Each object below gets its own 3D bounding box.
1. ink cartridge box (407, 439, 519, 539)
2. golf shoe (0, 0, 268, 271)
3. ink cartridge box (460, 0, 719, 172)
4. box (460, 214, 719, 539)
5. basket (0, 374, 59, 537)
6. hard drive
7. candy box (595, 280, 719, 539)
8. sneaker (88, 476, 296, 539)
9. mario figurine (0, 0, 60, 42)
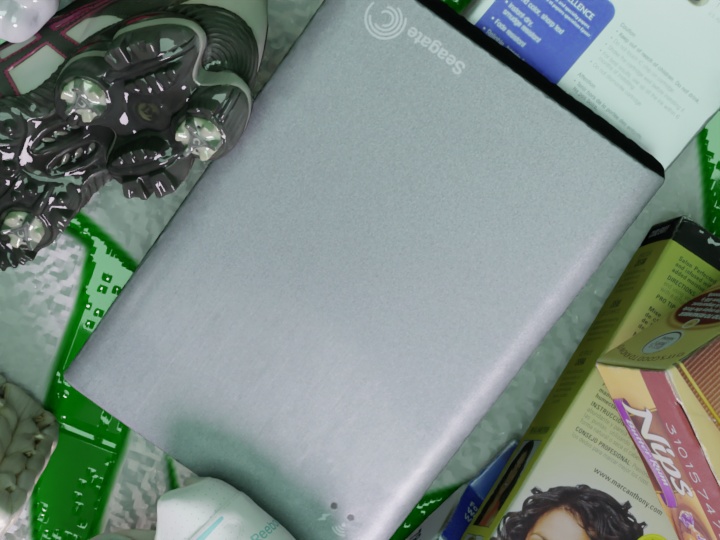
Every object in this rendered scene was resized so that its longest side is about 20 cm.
[{"bbox_3d":[0.027,0.173,0.908,0.099,0.039,0.200,42,100,-5],"label":"ink cartridge box"},{"bbox_3d":[-0.118,-0.059,0.860,0.199,0.088,0.077,-15,123,28],"label":"golf shoe"},{"bbox_3d":[0.065,-0.053,0.865,0.099,0.039,0.200,40,103,-5],"label":"ink cartridge box"},{"bbox_3d":[0.096,0.082,0.855,0.075,0.050,0.200,32,81,-5],"label":"box"},{"bbox_3d":[-0.220,0.111,0.866,0.123,0.136,0.200,34,102,-7],"label":"basket"},{"bbox_3d":[0.000,0.000,0.844,0.139,0.033,0.200,35,106,-4],"label":"hard drive"},{"bbox_3d":[0.197,0.036,0.826,0.200,0.056,0.117,-30,102,-21],"label":"candy box"},{"bbox_3d":[-0.095,0.148,0.888,0.200,0.070,0.080,-40,90,30],"label":"sneaker"},{"bbox_3d":[-0.127,-0.166,0.813,0.199,0.106,0.124,-25,130,14],"label":"mario figurine"}]
